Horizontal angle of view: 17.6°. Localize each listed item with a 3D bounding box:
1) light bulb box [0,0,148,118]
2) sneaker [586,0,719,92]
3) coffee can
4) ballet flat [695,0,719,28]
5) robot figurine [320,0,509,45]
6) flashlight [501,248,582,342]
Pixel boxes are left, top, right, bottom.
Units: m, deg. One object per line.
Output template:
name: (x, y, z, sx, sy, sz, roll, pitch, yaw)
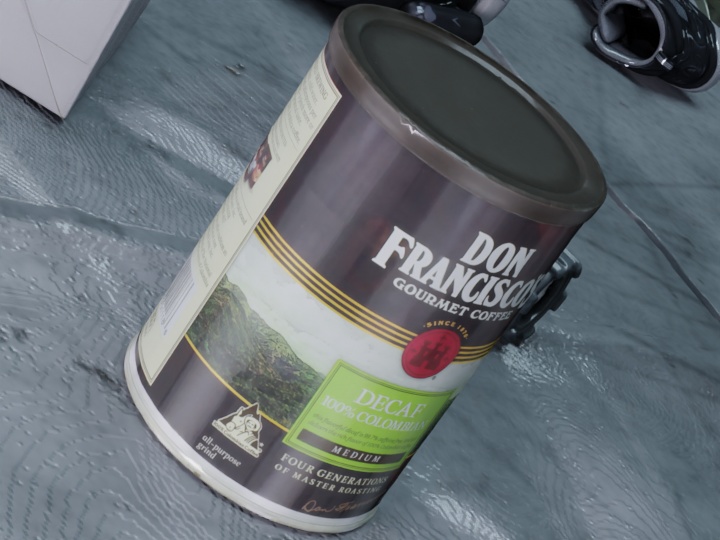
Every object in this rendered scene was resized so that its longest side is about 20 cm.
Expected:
light bulb box: (-0.199, -0.216, 1.320, 0.197, 0.125, 0.200, 32, 24, -6)
sneaker: (0.226, -0.235, 1.992, 0.200, 0.076, 0.113, 50, 24, 25)
coffee can: (0.000, 0.000, 1.082, 0.146, 0.201, 0.147, 28, 24, -14)
ballet flat: (0.361, -0.219, 2.174, 0.073, 0.073, 0.201, 3, 45, -51)
robot figurine: (0.028, -0.239, 1.679, 0.199, 0.152, 0.124, 11, -4, -43)
flashlight: (0.040, -0.044, 1.390, 0.200, 0.068, 0.068, 43, 20, 15)
